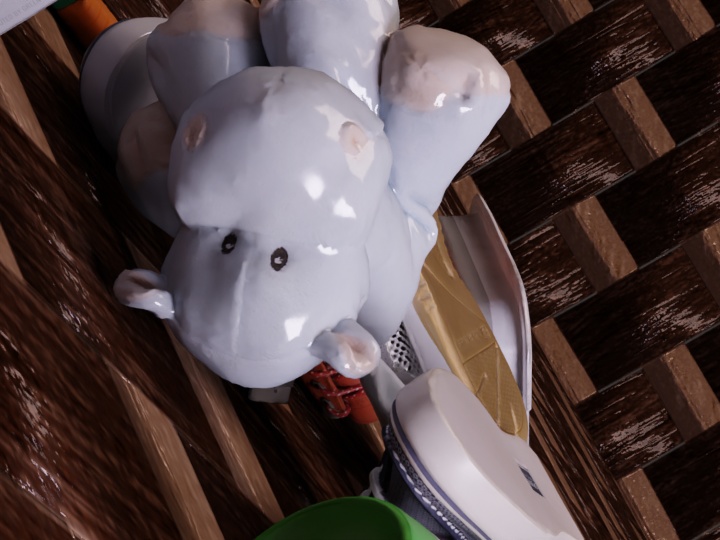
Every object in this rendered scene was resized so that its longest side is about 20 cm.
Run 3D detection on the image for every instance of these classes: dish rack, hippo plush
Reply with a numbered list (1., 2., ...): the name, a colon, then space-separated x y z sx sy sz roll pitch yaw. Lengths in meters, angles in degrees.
1. dish rack: 0.051 0.077 1.340 0.172 0.043 0.200 -109 -164 -68
2. hippo plush: -0.044 -0.020 1.045 0.161 0.159 0.200 -34 138 -67

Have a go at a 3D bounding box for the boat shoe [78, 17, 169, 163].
1. boat shoe: -0.083 -0.071 1.206 0.065 0.074 0.200 29 -3 25

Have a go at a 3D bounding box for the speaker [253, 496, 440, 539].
1. speaker: 0.031 0.162 0.823 0.200 0.088 0.088 57 6 -29

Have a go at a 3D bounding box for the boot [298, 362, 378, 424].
1. boot: -0.013 0.021 1.278 0.107 0.075 0.200 65 5 4

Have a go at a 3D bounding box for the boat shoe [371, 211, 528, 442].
1. boat shoe: 0.000 0.000 1.157 0.071 0.069 0.200 -11 77 -65

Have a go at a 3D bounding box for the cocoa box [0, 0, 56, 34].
1. cocoa box: -0.139 -0.207 0.996 0.131 0.133 0.200 54 7 -39

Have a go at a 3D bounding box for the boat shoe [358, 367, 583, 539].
1. boat shoe: 0.024 0.100 1.045 0.075 0.093 0.200 61 6 22

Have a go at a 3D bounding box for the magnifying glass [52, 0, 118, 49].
1. magnifying glass: -0.142 -0.140 1.216 0.200 0.022 0.080 55 7 -44
